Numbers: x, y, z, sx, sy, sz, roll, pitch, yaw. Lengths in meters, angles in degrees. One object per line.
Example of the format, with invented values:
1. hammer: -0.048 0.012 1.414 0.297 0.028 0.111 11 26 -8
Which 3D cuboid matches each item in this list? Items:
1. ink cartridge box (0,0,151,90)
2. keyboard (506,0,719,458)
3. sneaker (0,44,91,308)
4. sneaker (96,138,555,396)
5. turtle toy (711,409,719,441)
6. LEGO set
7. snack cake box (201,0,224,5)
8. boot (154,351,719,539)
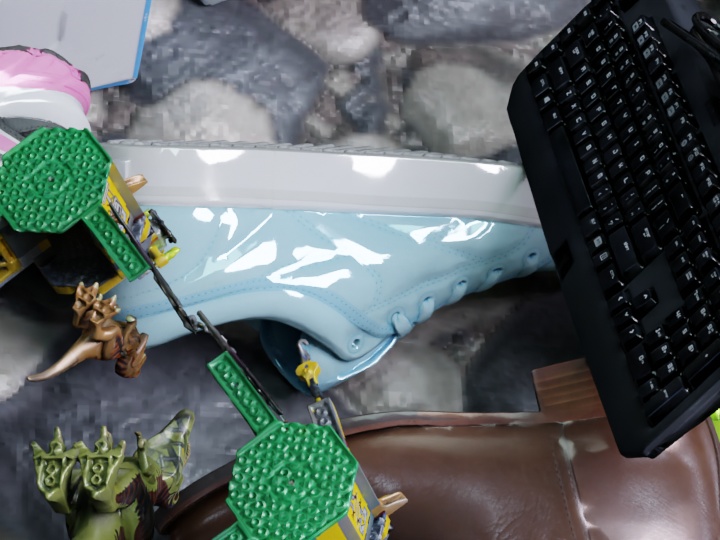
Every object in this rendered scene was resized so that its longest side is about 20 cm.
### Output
1. ink cartridge box: -0.134 -0.171 0.999 0.067 0.116 0.201 -13 60 -20
2. keyboard: 0.090 -0.039 0.871 0.040 0.104 0.201 38 21 -31
3. sneaker: -0.172 -0.011 0.913 0.199 0.080 0.087 -13 72 -14
4. sneaker: 0.000 0.000 0.960 0.199 0.074 0.083 2 95 -22
5. turtle toy: 0.151 0.002 0.937 0.101 0.146 0.200 37 88 3
6. LEGO set: -0.076 0.068 0.852 0.154 0.116 0.200 -44 59 -10
7. snack cake box: -0.001 -0.200 1.040 0.067 0.115 0.201 46 49 -29
8. boot: 0.041 0.139 0.872 0.185 0.064 0.201 -16 81 15
